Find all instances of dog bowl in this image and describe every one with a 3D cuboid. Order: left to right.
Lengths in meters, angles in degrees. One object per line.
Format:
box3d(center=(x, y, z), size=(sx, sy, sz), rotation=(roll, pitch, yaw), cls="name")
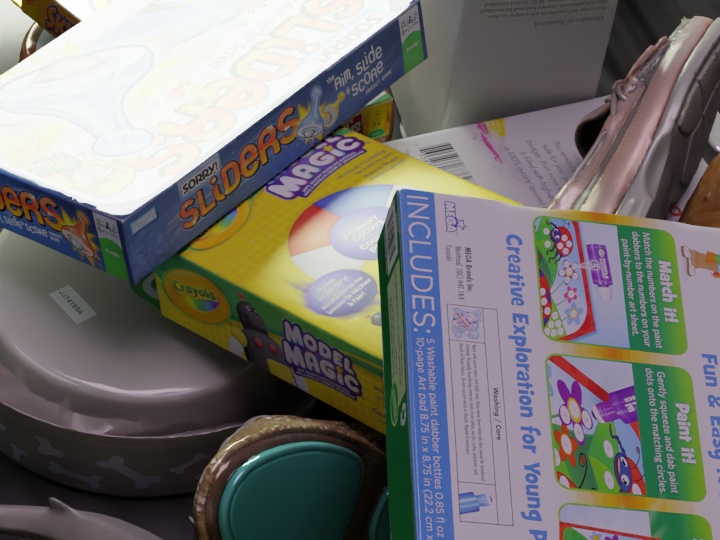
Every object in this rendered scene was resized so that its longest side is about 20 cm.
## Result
box3d(center=(-0.101, 0.019, 1.061), size=(0.200, 0.059, 0.200), rotation=(4, 45, -4), cls="dog bowl")

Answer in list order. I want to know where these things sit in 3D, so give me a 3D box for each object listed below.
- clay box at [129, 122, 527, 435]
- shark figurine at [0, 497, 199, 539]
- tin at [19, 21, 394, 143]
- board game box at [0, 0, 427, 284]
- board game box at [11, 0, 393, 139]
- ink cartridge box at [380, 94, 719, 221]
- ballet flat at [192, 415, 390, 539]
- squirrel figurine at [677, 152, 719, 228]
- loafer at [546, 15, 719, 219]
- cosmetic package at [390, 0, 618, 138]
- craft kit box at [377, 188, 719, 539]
box3d(center=(0.000, 0.000, 0.990), size=(0.200, 0.048, 0.115), rotation=(26, 48, 35), cls="clay box")
box3d(center=(-0.093, 0.124, 0.942), size=(0.214, 0.090, 0.128), rotation=(37, 50, 23), cls="shark figurine")
box3d(center=(-0.079, -0.089, 1.187), size=(0.200, 0.042, 0.112), rotation=(17, 41, 8), cls="tin")
box3d(center=(-0.083, -0.078, 1.044), size=(0.135, 0.034, 0.200), rotation=(21, 46, 34), cls="board game box")
box3d(center=(-0.084, -0.112, 1.150), size=(0.095, 0.030, 0.200), rotation=(-21, 43, -36), cls="board game box")
box3d(center=(0.095, -0.016, 1.118), size=(0.200, 0.068, 0.115), rotation=(-13, 51, -20), cls="ink cartridge box")
box3d(center=(-0.018, 0.090, 0.959), size=(0.065, 0.071, 0.200), rotation=(27, 7, 36), cls="ballet flat")
box3d(center=(0.215, 0.043, 1.017), size=(0.187, 0.142, 0.200), rotation=(24, 64, 4), cls="squirrel figurine")
box3d(center=(0.118, -0.051, 1.064), size=(0.063, 0.072, 0.200), rotation=(14, 51, 17), cls="loafer")
box3d(center=(0.071, -0.142, 1.146), size=(0.085, 0.200, 0.108), rotation=(-7, 49, -13), cls="cosmetic package")
box3d(center=(0.108, 0.069, 0.869), size=(0.197, 0.049, 0.200), rotation=(5, 56, -10), cls="craft kit box")
